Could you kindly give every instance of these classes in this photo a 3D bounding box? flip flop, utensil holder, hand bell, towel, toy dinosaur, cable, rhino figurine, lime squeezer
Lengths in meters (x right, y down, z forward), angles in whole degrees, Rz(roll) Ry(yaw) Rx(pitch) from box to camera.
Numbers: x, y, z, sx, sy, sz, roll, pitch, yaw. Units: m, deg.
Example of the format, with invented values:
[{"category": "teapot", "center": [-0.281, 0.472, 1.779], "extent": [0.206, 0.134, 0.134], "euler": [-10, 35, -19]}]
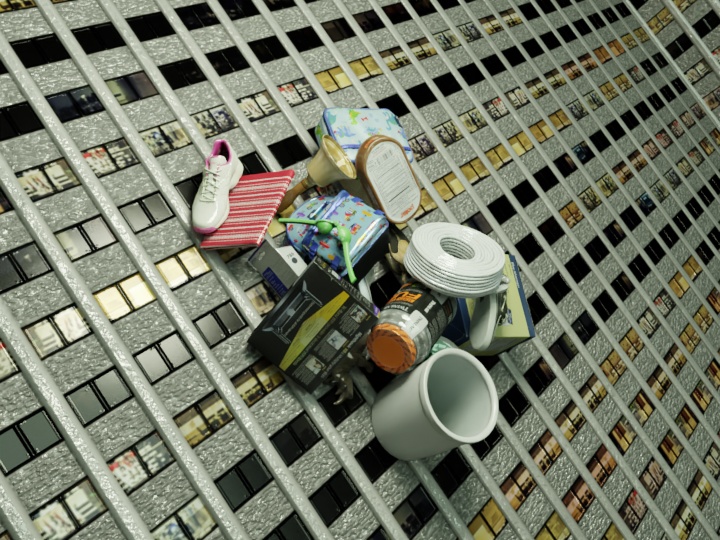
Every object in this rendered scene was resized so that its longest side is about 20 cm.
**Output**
[{"category": "flip flop", "center": [0.052, -0.068, 1.488], "extent": [0.080, 0.058, 0.201], "euler": [-10, 56, -40]}, {"category": "utensil holder", "center": [0.133, 0.262, 1.269], "extent": [0.168, 0.200, 0.172], "euler": [15, 58, -26]}, {"category": "hand bell", "center": [-0.116, -0.171, 1.347], "extent": [0.104, 0.199, 0.105], "euler": [46, 22, -25]}, {"category": "towel", "center": [-0.215, -0.118, 1.297], "extent": [0.023, 0.143, 0.202], "euler": [59, 39, -41]}, {"category": "toy dinosaur", "center": [0.099, -0.016, 1.406], "extent": [0.199, 0.058, 0.103], "euler": [-11, 81, -59]}, {"category": "cable", "center": [0.187, -0.022, 1.322], "extent": [0.198, 0.070, 0.200], "euler": [-17, 45, -40]}, {"category": "rhino figurine", "center": [-0.017, 0.166, 1.305], "extent": [0.087, 0.059, 0.202], "euler": [32, 69, -28]}, {"category": "lime squeezer", "center": [-0.061, -0.060, 1.223], "extent": [0.199, 0.071, 0.038], "euler": [39, 7, 23]}]

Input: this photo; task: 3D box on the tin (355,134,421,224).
[{"category": "tin", "center": [0.061, -0.188, 1.407], "extent": [0.111, 0.042, 0.201], "euler": [-36, 121, -12]}]

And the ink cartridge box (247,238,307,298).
[{"category": "ink cartridge box", "center": [-0.126, 0.026, 1.291], "extent": [0.201, 0.099, 0.039], "euler": [50, 51, -2]}]

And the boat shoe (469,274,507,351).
[{"category": "boat shoe", "center": [0.271, 0.080, 1.365], "extent": [0.063, 0.071, 0.202], "euler": [27, 54, -16]}]

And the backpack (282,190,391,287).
[{"category": "backpack", "center": [-0.060, -0.071, 1.324], "extent": [0.199, 0.135, 0.183], "euler": [35, 67, 24]}]

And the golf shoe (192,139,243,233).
[{"category": "golf shoe", "center": [-0.285, -0.165, 1.287], "extent": [0.074, 0.092, 0.202], "euler": [4, 55, 6]}]

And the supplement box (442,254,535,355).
[{"category": "supplement box", "center": [0.252, 0.075, 1.485], "extent": [0.197, 0.134, 0.203], "euler": [4, 65, -31]}]

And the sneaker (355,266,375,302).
[{"category": "sneaker", "center": [0.000, 0.000, 1.401], "extent": [0.070, 0.073, 0.203], "euler": [-6, 68, -27]}]

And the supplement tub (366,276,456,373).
[{"category": "supplement tub", "center": [0.098, 0.102, 1.288], "extent": [0.123, 0.122, 0.200], "euler": [48, 40, -2]}]

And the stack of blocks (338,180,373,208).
[{"category": "stack of blocks", "center": [0.011, -0.221, 1.512], "extent": [0.114, 0.059, 0.201], "euler": [-20, 67, -38]}]

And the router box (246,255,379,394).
[{"category": "router box", "center": [-0.085, 0.101, 1.222], "extent": [0.157, 0.200, 0.052], "euler": [41, 13, -7]}]

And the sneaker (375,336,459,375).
[{"category": "sneaker", "center": [0.114, 0.183, 1.369], "extent": [0.198, 0.074, 0.119], "euler": [24, 48, -1]}]

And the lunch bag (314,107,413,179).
[{"category": "lunch bag", "center": [0.011, -0.274, 1.457], "extent": [0.197, 0.083, 0.163], "euler": [-2, 61, -29]}]
